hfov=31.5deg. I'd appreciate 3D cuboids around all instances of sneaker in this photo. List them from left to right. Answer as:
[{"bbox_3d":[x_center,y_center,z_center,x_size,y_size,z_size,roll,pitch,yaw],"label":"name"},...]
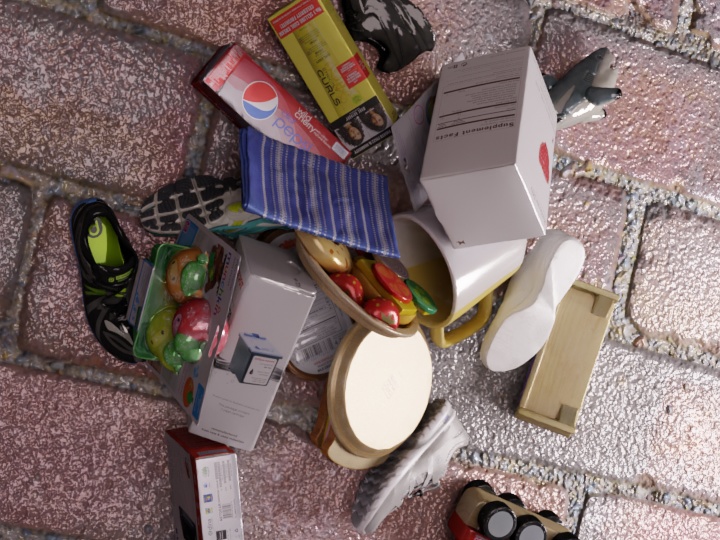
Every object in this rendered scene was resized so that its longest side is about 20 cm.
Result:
[{"bbox_3d":[-0.289,0.015,1.480,0.070,0.083,0.203,-18,101,-18],"label":"sneaker"},{"bbox_3d":[-0.163,-0.064,1.524,0.196,0.080,0.078,-6,54,-4],"label":"sneaker"},{"bbox_3d":[0.008,-0.334,1.577,0.090,0.076,0.201,-39,102,-6],"label":"sneaker"},{"bbox_3d":[0.069,0.263,1.628,0.082,0.075,0.200,45,78,-15],"label":"sneaker"},{"bbox_3d":[0.213,0.037,1.664,0.075,0.088,0.201,32,92,-30],"label":"sneaker"}]

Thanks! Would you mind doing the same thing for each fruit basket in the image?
[{"bbox_3d":[-0.191,0.047,1.391,0.092,0.200,0.188,12,101,-22],"label":"fruit basket"}]

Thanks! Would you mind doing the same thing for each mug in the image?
[{"bbox_3d":[0.122,-0.017,1.616,0.152,0.187,0.150,-26,68,-30],"label":"mug"}]

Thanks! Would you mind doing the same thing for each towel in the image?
[{"bbox_3d":[-0.049,-0.091,1.468,0.197,0.146,0.024,17,128,-21],"label":"towel"}]

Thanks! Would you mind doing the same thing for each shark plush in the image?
[{"bbox_3d":[0.253,-0.227,1.694,0.197,0.091,0.084,-22,80,3],"label":"shark plush"}]

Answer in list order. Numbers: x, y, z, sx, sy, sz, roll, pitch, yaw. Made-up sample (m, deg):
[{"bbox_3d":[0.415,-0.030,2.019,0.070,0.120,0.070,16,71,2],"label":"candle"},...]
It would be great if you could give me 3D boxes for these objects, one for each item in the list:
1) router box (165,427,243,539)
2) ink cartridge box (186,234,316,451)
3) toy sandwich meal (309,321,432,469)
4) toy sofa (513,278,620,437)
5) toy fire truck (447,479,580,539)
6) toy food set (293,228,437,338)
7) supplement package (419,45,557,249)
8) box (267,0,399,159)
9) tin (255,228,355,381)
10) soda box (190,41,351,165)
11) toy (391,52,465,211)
[{"bbox_3d":[-0.179,0.297,1.485,0.048,0.179,0.204,-6,95,-19],"label":"router box"},{"bbox_3d":[-0.132,0.081,1.479,0.085,0.147,0.203,17,105,-16],"label":"ink cartridge box"},{"bbox_3d":[0.012,0.144,1.589,0.203,0.070,0.209,-9,103,-45],"label":"toy sandwich meal"},{"bbox_3d":[0.273,0.113,1.700,0.082,0.098,0.203,19,86,5],"label":"toy sofa"},{"bbox_3d":[0.182,0.406,1.663,0.174,0.129,0.202,26,96,-20],"label":"toy fire truck"},{"bbox_3d":[0.000,0.000,1.512,0.049,0.197,0.200,-47,71,16],"label":"toy food set"},{"bbox_3d":[0.155,-0.144,1.504,0.122,0.118,0.202,59,32,-42],"label":"supplement package"},{"bbox_3d":[-0.030,-0.243,1.564,0.075,0.050,0.202,-27,104,16],"label":"box"},{"bbox_3d":[-0.070,0.040,1.587,0.111,0.042,0.203,-24,101,-21],"label":"tin"},{"bbox_3d":[-0.107,-0.184,1.541,0.200,0.070,0.064,43,80,-18],"label":"soda box"},{"bbox_3d":[0.085,-0.175,1.589,0.200,0.047,0.117,-46,129,-41],"label":"toy"}]
